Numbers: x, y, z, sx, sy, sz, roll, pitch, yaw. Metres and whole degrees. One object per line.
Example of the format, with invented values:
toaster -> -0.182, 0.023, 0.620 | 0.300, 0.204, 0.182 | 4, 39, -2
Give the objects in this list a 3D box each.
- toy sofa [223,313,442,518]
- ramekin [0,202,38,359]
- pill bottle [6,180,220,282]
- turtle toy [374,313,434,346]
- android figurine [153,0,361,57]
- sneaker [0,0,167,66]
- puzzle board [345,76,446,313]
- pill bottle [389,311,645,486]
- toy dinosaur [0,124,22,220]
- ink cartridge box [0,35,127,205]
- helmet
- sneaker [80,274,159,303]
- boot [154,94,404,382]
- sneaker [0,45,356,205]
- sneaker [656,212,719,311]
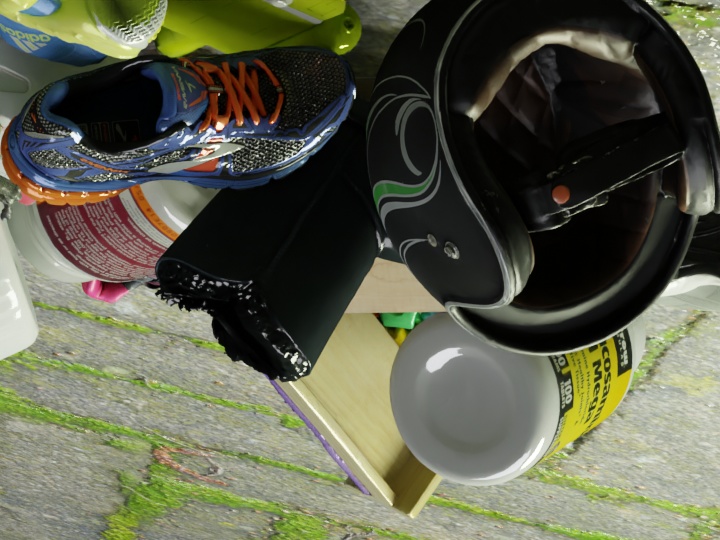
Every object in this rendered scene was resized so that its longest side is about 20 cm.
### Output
toy sofa -> -0.016, 0.069, 1.797 | 0.097, 0.083, 0.200 | 22, 160, 38
ramekin -> -0.279, -0.025, 1.805 | 0.097, 0.202, 0.201 | -18, 161, -5
pill bottle -> -0.138, -0.056, 1.761 | 0.114, 0.115, 0.199 | 22, 158, -29
turtle toy -> 0.046, 0.027, 1.908 | 0.145, 0.102, 0.200 | 6, 160, 17
android figurine -> -0.082, -0.163, 1.535 | 0.181, 0.041, 0.199 | 23, 160, -30
sneaker -> -0.200, -0.169, 1.468 | 0.200, 0.076, 0.105 | 38, 152, -9
puzzle board -> 0.052, -0.046, 1.650 | 0.198, 0.017, 0.152 | -1, 115, 10
pill bottle -> 0.108, 0.060, 1.778 | 0.112, 0.113, 0.200 | 2, -167, 27
toy dinosaur -> -0.246, -0.056, 1.618 | 0.199, 0.048, 0.088 | 2, 150, 47
ink cartridge box -> -0.224, -0.115, 1.629 | 0.144, 0.084, 0.200 | 25, 167, -14
helmet -> 0.094, -0.060, 1.479 | 0.198, 0.202, 0.191 | 13, 167, -5
sneaker -> -0.119, -0.023, 1.905 | 0.080, 0.075, 0.199 | 24, 157, -33
boot -> 0.000, 0.000, 1.574 | 0.199, 0.169, 0.076 | 32, 151, -2
sneaker -> -0.094, -0.084, 1.509 | 0.199, 0.076, 0.078 | -15, 164, -16
sneaker -> 0.244, -0.007, 1.759 | 0.199, 0.075, 0.079 | 5, 171, 38
